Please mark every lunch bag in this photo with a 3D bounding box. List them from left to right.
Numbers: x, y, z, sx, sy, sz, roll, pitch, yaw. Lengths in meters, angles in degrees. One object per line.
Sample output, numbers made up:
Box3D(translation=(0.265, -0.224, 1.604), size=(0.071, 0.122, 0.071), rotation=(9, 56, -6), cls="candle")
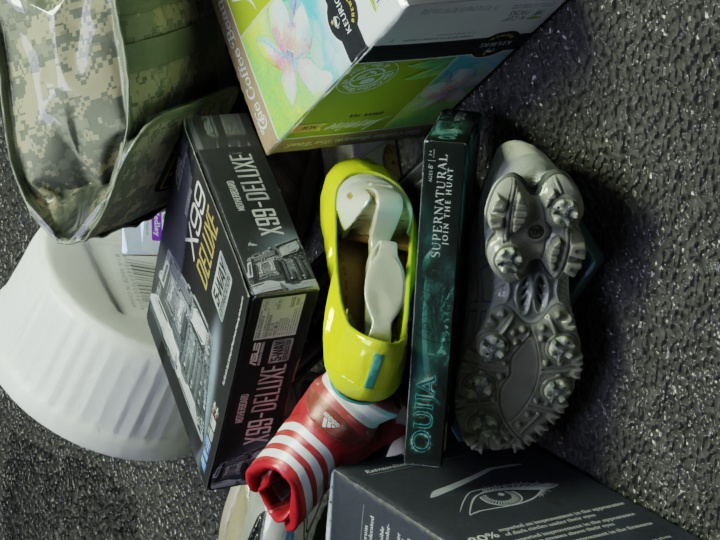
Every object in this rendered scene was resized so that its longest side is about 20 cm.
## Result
Box3D(translation=(-0.161, -0.126, 1.576), size=(0.117, 0.164, 0.202), rotation=(-3, 102, 24), cls="lunch bag")

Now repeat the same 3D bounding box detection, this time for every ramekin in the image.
Box3D(translation=(-0.177, 0.039, 1.781), size=(0.201, 0.199, 0.098), rotation=(54, 130, 35), cls="ramekin")

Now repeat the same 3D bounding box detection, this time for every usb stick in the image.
Box3D(translation=(0.000, 0.000, 1.585), size=(0.200, 0.033, 0.056), rotation=(-43, 76, 23), cls="usb stick")

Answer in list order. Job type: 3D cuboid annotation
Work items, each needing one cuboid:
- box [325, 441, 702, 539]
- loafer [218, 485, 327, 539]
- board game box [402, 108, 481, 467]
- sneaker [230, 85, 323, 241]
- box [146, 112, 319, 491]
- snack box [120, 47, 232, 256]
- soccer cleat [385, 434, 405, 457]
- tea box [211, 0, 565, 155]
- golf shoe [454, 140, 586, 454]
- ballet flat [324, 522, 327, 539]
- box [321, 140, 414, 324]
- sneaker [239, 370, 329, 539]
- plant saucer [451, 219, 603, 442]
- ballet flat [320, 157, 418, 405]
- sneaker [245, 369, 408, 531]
Box3D(translation=(0.090, 0.190, 1.453), size=(0.200, 0.147, 0.105), rotation=(27, 119, 52), cls="box")
Box3D(translation=(-0.056, 0.170, 1.728), size=(0.068, 0.075, 0.202), rotation=(27, 118, 57), cls="loafer")
Box3D(translation=(0.051, 0.008, 1.475), size=(0.135, 0.028, 0.202), rotation=(-61, -24, -77), cls="board game box")
Box3D(translation=(-0.068, -0.098, 1.692), size=(0.070, 0.075, 0.202), rotation=(34, 124, 48), cls="sneaker")
Box3D(translation=(-0.088, 0.021, 1.562), size=(0.201, 0.049, 0.158), rotation=(106, 149, -47), cls="box")
Box3D(translation=(-0.135, -0.121, 1.734), size=(0.052, 0.142, 0.202), rotation=(3, 101, 14), cls="snack box")
Box3D(translation=(0.042, 0.210, 1.588), size=(0.069, 0.077, 0.202), rotation=(-21, 79, 55), cls="soccer cleat")
Box3D(translation=(0.002, -0.210, 1.514), size=(0.197, 0.133, 0.201), rotation=(-44, 62, 52), cls="tea box")
Box3D(translation=(0.097, 0.015, 1.466), size=(0.097, 0.078, 0.202), rotation=(-104, 21, -61), cls="golf shoe")
Box3D(translation=(-0.005, 0.244, 1.682), size=(0.075, 0.068, 0.201), rotation=(36, 122, 35), cls="ballet flat")
Box3D(translation=(0.002, -0.059, 1.627), size=(0.039, 0.041, 0.202), rotation=(-11, 86, 54), cls="box")
Box3D(translation=(-0.049, 0.168, 1.656), size=(0.072, 0.072, 0.202), rotation=(-147, 59, -70), cls="sneaker")
Box3D(translation=(0.098, 0.031, 1.524), size=(0.070, 0.019, 0.201), rotation=(61, 140, 29), cls="plant saucer")
Box3D(translation=(0.010, -0.009, 1.478), size=(0.067, 0.066, 0.201), rotation=(109, 166, -49), cls="ballet flat")
Box3D(translation=(-0.025, 0.108, 1.557), size=(0.116, 0.200, 0.078), rotation=(-45, 78, 4), cls="sneaker")
